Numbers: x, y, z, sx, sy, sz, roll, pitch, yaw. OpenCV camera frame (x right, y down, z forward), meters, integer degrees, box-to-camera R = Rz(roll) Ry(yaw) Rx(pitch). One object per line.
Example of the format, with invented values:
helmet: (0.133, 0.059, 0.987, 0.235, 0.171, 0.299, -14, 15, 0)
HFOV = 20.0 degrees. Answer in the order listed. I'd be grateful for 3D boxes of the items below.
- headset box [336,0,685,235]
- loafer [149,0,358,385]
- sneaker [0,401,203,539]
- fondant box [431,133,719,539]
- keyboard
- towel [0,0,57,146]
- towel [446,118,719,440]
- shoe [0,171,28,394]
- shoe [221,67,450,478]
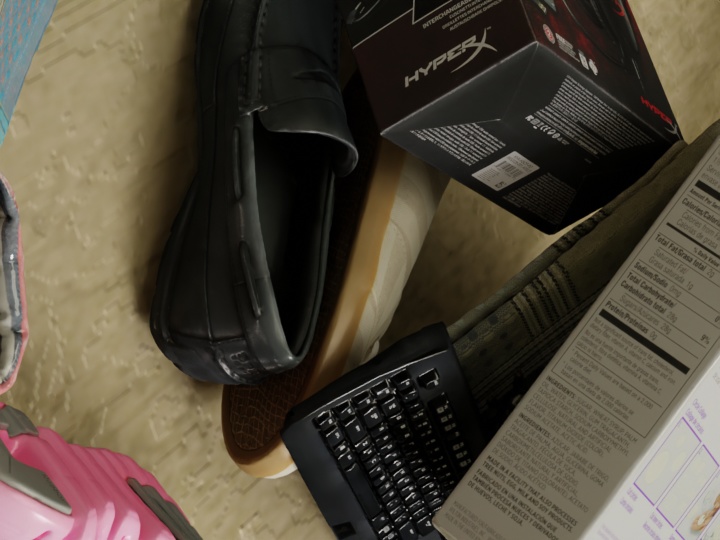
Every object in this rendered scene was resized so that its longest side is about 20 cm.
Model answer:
headset box: (0.045, -0.134, 0.840, 0.148, 0.075, 0.202, 26, 41, -55)
loafer: (-0.030, -0.053, 0.805, 0.068, 0.070, 0.203, 27, 67, -49)
sneaker: (-0.112, 0.111, 0.715, 0.096, 0.079, 0.200, -48, 145, 2)
fondant box: (0.128, 0.054, 0.817, 0.201, 0.058, 0.144, -52, 151, -4)
keyboard: (0.038, 0.089, 0.834, 0.104, 0.040, 0.200, -33, 149, -5)
towel: (-0.096, -0.131, 0.651, 0.022, 0.200, 0.148, 23, 65, -3)
towel: (0.100, 0.031, 0.890, 0.199, 0.035, 0.193, -37, 148, 0)
shoe: (-0.160, -0.053, 0.621, 0.071, 0.090, 0.202, -30, 113, -48)
shoe: (0.000, 0.000, 0.842, 0.053, 0.070, 0.201, 36, 59, -29)
